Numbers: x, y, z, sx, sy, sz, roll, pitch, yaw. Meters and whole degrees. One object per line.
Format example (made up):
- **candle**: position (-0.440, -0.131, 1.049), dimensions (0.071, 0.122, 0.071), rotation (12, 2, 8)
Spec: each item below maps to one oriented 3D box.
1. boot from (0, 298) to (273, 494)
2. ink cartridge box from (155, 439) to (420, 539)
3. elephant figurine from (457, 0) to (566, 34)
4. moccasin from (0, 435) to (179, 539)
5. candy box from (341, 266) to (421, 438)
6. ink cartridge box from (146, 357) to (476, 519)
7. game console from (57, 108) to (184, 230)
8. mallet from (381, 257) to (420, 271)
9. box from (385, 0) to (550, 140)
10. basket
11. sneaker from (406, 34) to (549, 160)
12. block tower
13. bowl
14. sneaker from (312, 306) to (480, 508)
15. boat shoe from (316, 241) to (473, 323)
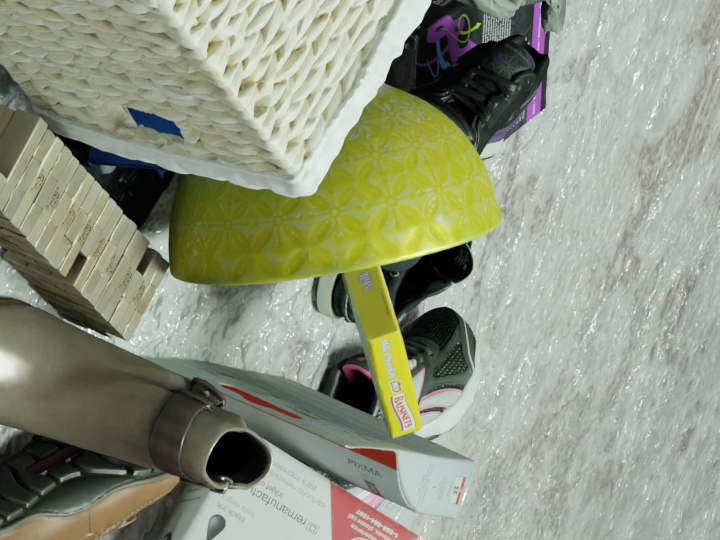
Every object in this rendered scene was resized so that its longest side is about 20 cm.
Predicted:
- **boot**: position (-0.139, 0.076, 1.327), dimensions (0.200, 0.146, 0.071), rotation (11, 101, -63)
- **ink cartridge box**: position (-0.075, 0.227, 1.541), dimensions (0.201, 0.144, 0.084), rotation (-61, -169, -16)
- **elephant figurine**: position (0.050, -0.215, 1.523), dimensions (0.200, 0.155, 0.142), rotation (-34, 165, -38)
- **moccasin**: position (-0.178, 0.145, 1.388), dimensions (0.201, 0.073, 0.078), rotation (-31, 144, -55)
- **candy box**: position (0.000, 0.000, 1.528), dimensions (0.103, 0.026, 0.201), rotation (73, 0, -49)
- **ink cartridge box**: position (-0.034, 0.111, 1.532), dimensions (0.200, 0.161, 0.050), rotation (11, 100, -63)
- **game console**: position (-0.070, -0.116, 1.340), dimensions (0.201, 0.118, 0.171), rotation (-60, 158, -18)
- **mallet**: position (0.009, -0.089, 1.582), dimensions (0.066, 0.041, 0.201), rotation (-105, -177, -51)
- **box**: position (0.077, -0.146, 1.705), dimensions (0.200, 0.036, 0.144), rotation (-40, 141, -47)
- **basket**: position (-0.081, -0.173, 1.190), dimensions (0.201, 0.197, 0.161), rotation (-59, 140, -19)
- **sneaker**: position (0.068, -0.115, 1.550), dimensions (0.088, 0.076, 0.200), rotation (-50, 177, 23)
- **block tower**: position (-0.170, -0.027, 1.302), dimensions (0.058, 0.054, 0.200), rotation (-63, 153, -14)
- **bowl**: position (-0.023, -0.065, 1.383), dimensions (0.200, 0.199, 0.109), rotation (-24, 107, -55)
- **sneaker**: position (0.021, 0.088, 1.720), dimensions (0.200, 0.080, 0.087), rotation (-54, 140, -39)
- **boat shoe**: position (0.048, -0.011, 1.708), dimensions (0.199, 0.066, 0.075), rotation (-28, 132, -53)
